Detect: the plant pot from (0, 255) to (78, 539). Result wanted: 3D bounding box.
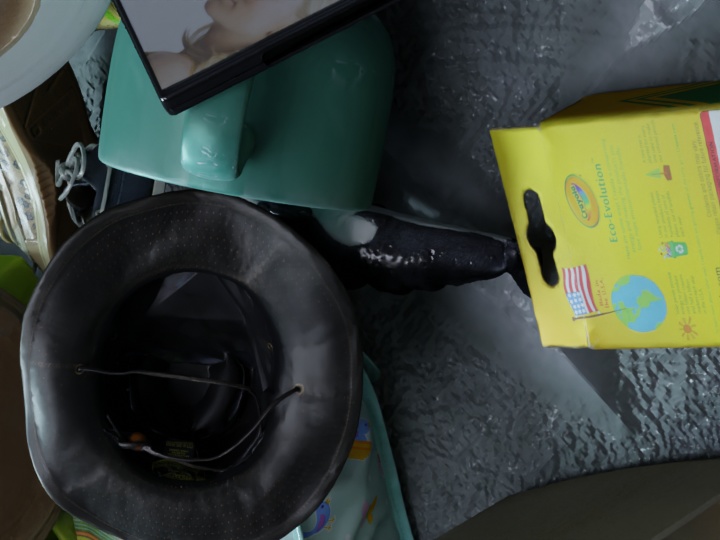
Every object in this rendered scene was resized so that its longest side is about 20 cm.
[{"bbox_3d":[-0.276,0.123,1.453,0.200,0.181,0.200,-7,117,49],"label":"plant pot"}]

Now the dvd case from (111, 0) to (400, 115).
[{"bbox_3d":[-0.031,-0.172,1.142,0.143,0.199,0.018,62,179,36],"label":"dvd case"}]

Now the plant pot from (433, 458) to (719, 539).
[{"bbox_3d":[0.113,0.215,1.231,0.177,0.199,0.201,6,115,47],"label":"plant pot"}]

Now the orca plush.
[{"bbox_3d":[0.000,0.000,1.268,0.199,0.105,0.071,11,96,5],"label":"orca plush"}]

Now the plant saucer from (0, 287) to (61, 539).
[{"bbox_3d":[-0.249,0.096,1.342,0.029,0.200,0.201,-5,108,57],"label":"plant saucer"}]

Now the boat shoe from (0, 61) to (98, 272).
[{"bbox_3d":[-0.191,-0.061,1.403,0.063,0.073,0.201,16,132,39],"label":"boat shoe"}]

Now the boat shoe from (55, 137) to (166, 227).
[{"bbox_3d":[-0.144,-0.040,1.327,0.075,0.062,0.201,124,150,-67],"label":"boat shoe"}]

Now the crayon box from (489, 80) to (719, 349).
[{"bbox_3d":[0.169,-0.028,1.157,0.199,0.051,0.128,-2,109,38],"label":"crayon box"}]

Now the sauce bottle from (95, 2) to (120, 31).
[{"bbox_3d":[-0.184,-0.169,1.364,0.199,0.065,0.065,-2,109,41],"label":"sauce bottle"}]

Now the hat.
[{"bbox_3d":[-0.088,0.049,1.239,0.200,0.081,0.202,0,105,0],"label":"hat"}]

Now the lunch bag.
[{"bbox_3d":[-0.072,0.103,1.364,0.170,0.122,0.201,5,119,38],"label":"lunch bag"}]

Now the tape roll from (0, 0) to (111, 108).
[{"bbox_3d":[-0.246,-0.186,1.245,0.203,0.202,0.139,-54,54,40],"label":"tape roll"}]

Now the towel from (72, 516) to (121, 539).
[{"bbox_3d":[-0.138,0.208,1.399,0.086,0.018,0.201,28,137,38],"label":"towel"}]

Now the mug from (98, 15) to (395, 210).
[{"bbox_3d":[-0.050,-0.100,1.217,0.185,0.151,0.115,22,103,60],"label":"mug"}]
